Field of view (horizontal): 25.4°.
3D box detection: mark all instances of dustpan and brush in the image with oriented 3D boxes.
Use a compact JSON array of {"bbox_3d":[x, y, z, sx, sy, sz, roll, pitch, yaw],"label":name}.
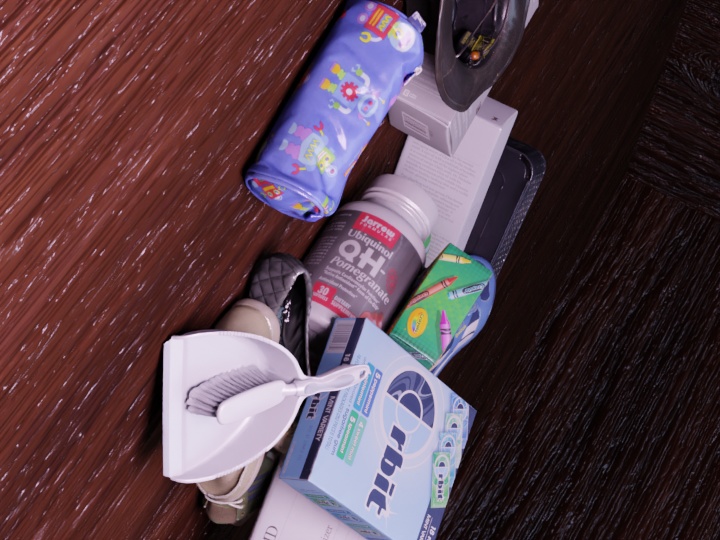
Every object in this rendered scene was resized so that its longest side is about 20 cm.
[{"bbox_3d":[-0.079,0.106,1.410,0.199,0.057,0.141,-17,118,-42],"label":"dustpan and brush"}]

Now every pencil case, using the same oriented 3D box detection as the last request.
[{"bbox_3d":[-0.018,-0.135,1.353,0.201,0.087,0.078,-60,-171,-13],"label":"pencil case"}]

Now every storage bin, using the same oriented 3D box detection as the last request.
[{"bbox_3d":[0.125,-0.075,1.947,0.201,0.135,0.094,-67,167,15],"label":"storage bin"}]

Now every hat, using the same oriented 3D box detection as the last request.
[{"bbox_3d":[0.091,-0.259,1.536,0.201,0.081,0.202,-43,145,-39],"label":"hat"}]

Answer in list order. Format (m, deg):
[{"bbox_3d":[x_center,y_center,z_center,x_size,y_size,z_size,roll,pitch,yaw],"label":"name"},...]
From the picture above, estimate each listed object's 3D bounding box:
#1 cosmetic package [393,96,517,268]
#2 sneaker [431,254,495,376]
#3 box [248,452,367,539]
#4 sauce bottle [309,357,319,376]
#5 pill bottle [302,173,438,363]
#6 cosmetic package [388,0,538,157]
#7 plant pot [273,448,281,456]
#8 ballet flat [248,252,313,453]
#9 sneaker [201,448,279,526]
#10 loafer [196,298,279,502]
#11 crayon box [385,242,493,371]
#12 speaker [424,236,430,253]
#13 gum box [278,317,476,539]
[{"bbox_3d":[0.095,-0.109,1.841,0.071,0.101,0.201,-44,158,-58],"label":"cosmetic package"},{"bbox_3d":[0.095,0.057,1.845,0.200,0.074,0.082,-55,161,-22],"label":"sneaker"},{"bbox_3d":[-0.046,0.279,1.717,0.200,0.130,0.200,-49,161,-83],"label":"box"},{"bbox_3d":[-0.051,0.124,1.600,0.200,0.065,0.065,37,78,-39],"label":"sauce bottle"},{"bbox_3d":[0.000,0.000,1.643,0.201,0.110,0.111,-57,166,-28],"label":"pill bottle"},{"bbox_3d":[0.107,-0.234,1.664,0.201,0.090,0.107,-58,167,-8],"label":"cosmetic package"},{"bbox_3d":[-0.035,0.196,1.949,0.201,0.092,0.201,-57,166,-23],"label":"plant pot"},{"bbox_3d":[-0.074,0.082,1.498,0.066,0.057,0.202,-13,112,-28],"label":"ballet flat"},{"bbox_3d":[-0.129,0.222,1.661,0.200,0.067,0.090,78,35,-76],"label":"sneaker"},{"bbox_3d":[-0.128,0.124,1.473,0.068,0.075,0.201,-20,123,-57],"label":"loafer"},{"bbox_3d":[0.062,0.059,1.682,0.119,0.058,0.200,-56,-179,-20],"label":"crayon box"},{"bbox_3d":[0.024,0.017,1.840,0.089,0.088,0.201,-51,162,-45],"label":"speaker"},{"bbox_3d":[0.021,0.168,1.558,0.200,0.044,0.171,40,60,-40],"label":"gum box"}]
